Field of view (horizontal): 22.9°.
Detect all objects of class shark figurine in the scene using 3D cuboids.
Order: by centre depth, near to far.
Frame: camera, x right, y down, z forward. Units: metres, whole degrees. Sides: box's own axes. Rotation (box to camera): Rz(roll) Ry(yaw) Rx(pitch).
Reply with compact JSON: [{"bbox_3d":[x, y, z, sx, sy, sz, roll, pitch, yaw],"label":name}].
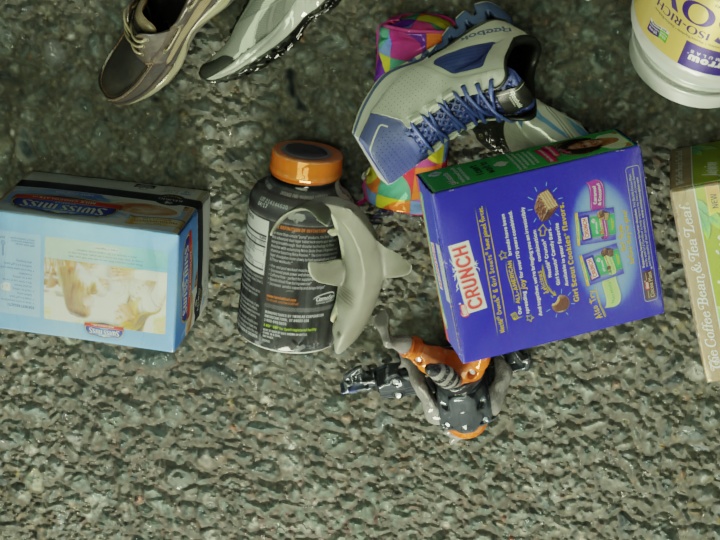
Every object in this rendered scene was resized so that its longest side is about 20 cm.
[{"bbox_3d":[0.003,-0.021,1.703,0.089,0.128,0.215,21,151,29],"label":"shark figurine"}]

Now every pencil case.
[{"bbox_3d":[0.047,-0.150,1.728,0.088,0.088,0.200,9,110,6],"label":"pencil case"}]

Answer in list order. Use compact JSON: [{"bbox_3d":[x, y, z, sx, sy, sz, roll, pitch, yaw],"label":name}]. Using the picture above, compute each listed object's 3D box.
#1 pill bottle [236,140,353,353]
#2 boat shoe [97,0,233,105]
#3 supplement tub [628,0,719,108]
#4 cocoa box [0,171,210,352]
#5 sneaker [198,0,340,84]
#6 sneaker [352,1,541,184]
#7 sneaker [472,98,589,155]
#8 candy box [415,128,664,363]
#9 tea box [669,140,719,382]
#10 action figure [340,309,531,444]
[{"bbox_3d":[-0.063,-0.027,1.779,0.106,0.106,0.200,10,112,6],"label":"pill bottle"},{"bbox_3d":[-0.199,-0.244,1.726,0.200,0.073,0.075,-49,65,23],"label":"boat shoe"},{"bbox_3d":[0.322,-0.253,1.570,0.145,0.146,0.200,18,144,3],"label":"supplement tub"},{"bbox_3d":[-0.264,-0.011,1.807,0.200,0.131,0.134,7,112,7],"label":"cocoa box"},{"bbox_3d":[-0.085,-0.255,1.722,0.200,0.074,0.079,-42,89,15],"label":"sneaker"},{"bbox_3d":[0.093,-0.160,1.626,0.199,0.115,0.081,-45,129,-10],"label":"sneaker"},{"bbox_3d":[0.172,-0.134,1.727,0.200,0.072,0.072,43,138,6],"label":"sneaker"},{"bbox_3d":[0.165,-0.024,1.646,0.200,0.077,0.169,-13,107,-8],"label":"candy box"},{"bbox_3d":[0.404,-0.021,1.683,0.196,0.134,0.200,-11,108,14],"label":"tea box"},{"bbox_3d":[0.070,0.114,1.792,0.200,0.105,0.194,-13,141,11],"label":"action figure"}]
